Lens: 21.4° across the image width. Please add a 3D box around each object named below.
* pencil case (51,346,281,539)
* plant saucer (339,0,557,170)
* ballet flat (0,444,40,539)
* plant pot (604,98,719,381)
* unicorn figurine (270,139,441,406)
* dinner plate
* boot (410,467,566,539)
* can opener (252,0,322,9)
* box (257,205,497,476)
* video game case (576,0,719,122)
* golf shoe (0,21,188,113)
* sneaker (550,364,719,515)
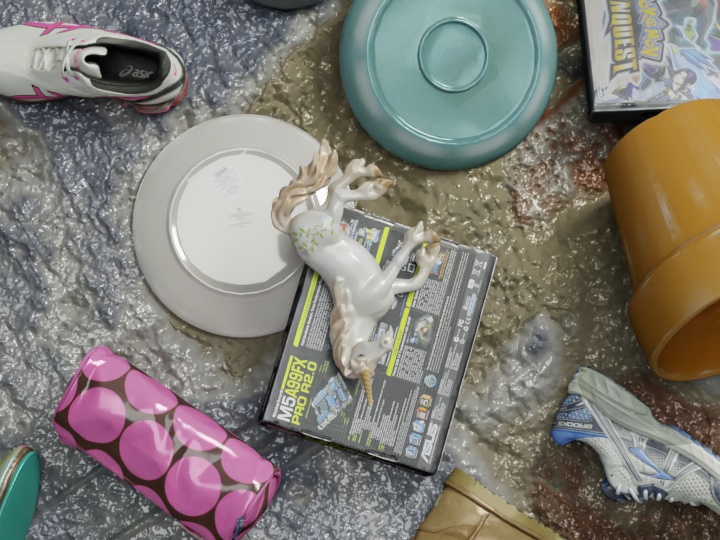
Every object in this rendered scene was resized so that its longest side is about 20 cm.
[{"bbox_3d":[-0.168,0.154,1.620,0.199,0.091,0.094,35,95,7],"label":"pencil case"},{"bbox_3d":[0.081,-0.189,1.687,0.198,0.027,0.202,0,93,-8],"label":"plant saucer"},{"bbox_3d":[-0.321,0.246,1.615,0.071,0.069,0.202,3,80,19],"label":"ballet flat"},{"bbox_3d":[0.298,-0.036,1.616,0.199,0.200,0.184,-22,66,-5],"label":"plant pot"},{"bbox_3d":[0.000,0.000,1.601,0.137,0.074,0.200,-41,76,-2],"label":"unicorn figurine"},{"bbox_3d":[-0.103,-0.042,1.685,0.198,0.024,0.202,0,79,-1],"label":"dinner plate"},{"bbox_3d":[0.089,0.293,1.612,0.174,0.066,0.201,32,80,17],"label":"boot"},{"bbox_3d":[-0.007,-0.276,1.719,0.198,0.067,0.054,-6,58,-11],"label":"can opener"},{"bbox_3d":[0.015,0.059,1.647,0.159,0.044,0.202,17,80,-6],"label":"box"},{"bbox_3d":[0.284,-0.227,1.697,0.179,0.026,0.202,-2,65,-1],"label":"video game case"},{"bbox_3d":[-0.251,-0.186,1.673,0.198,0.092,0.073,4,81,1],"label":"golf shoe"},{"bbox_3d":[0.250,0.170,1.637,0.199,0.077,0.085,36,91,12],"label":"sneaker"}]
